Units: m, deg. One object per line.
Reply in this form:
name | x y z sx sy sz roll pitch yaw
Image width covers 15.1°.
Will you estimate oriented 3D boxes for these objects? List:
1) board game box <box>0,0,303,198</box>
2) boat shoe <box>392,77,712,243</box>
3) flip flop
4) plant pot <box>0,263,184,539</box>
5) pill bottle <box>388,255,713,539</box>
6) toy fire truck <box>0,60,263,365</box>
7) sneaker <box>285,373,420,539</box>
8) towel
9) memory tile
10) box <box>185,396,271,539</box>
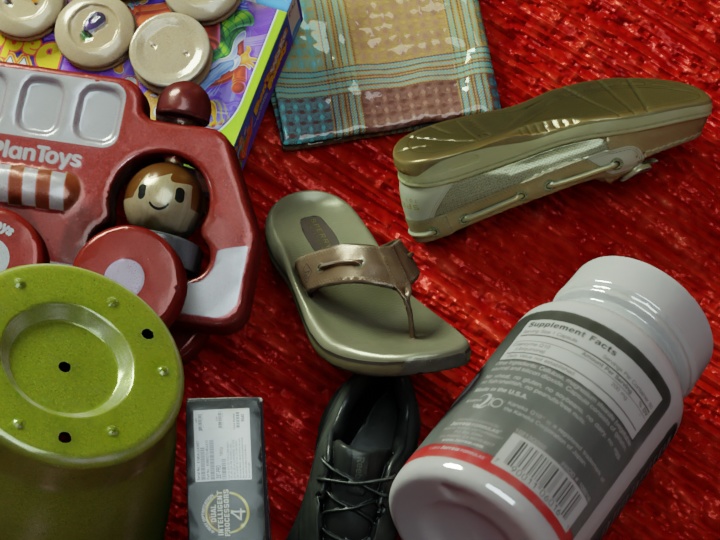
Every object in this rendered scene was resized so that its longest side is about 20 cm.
board game box | -0.153 -0.136 1.686 0.200 0.045 0.135 17 72 10
boat shoe | 0.121 -0.069 1.673 0.200 0.063 0.073 -15 24 -12
flip flop | 0.000 0.000 1.595 0.081 0.058 0.200 -7 35 -21
plant pot | -0.182 0.101 1.486 0.200 0.193 0.200 12 49 -14
pill bottle | 0.114 0.090 1.558 0.114 0.114 0.200 33 54 11
toy fire truck | -0.155 -0.037 1.598 0.200 0.112 0.168 7 79 10
sneaker | -0.009 0.141 1.563 0.076 0.091 0.200 8 69 0
towel | 0.001 -0.178 1.731 0.147 0.022 0.200 -10 68 -5
memory tile | -0.165 -0.200 1.678 0.200 0.017 0.153 21 72 11
box | -0.071 0.188 1.503 0.049 0.161 0.200 -3 69 -1
